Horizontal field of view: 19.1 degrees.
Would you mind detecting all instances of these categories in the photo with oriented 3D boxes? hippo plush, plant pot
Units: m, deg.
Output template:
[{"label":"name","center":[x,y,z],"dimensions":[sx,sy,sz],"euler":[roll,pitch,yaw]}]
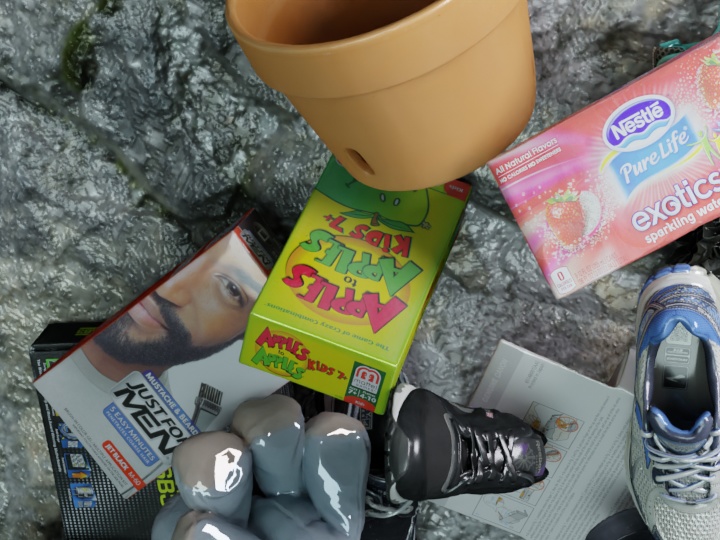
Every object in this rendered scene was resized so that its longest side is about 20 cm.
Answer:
[{"label":"hippo plush","center":[-0.061,0.181,1.518],"dimensions":[0.199,0.160,0.161],"euler":[27,161,-13]},{"label":"plant pot","center":[0.029,-0.148,1.384],"dimensions":[0.199,0.201,0.141],"euler":[-12,127,18]}]

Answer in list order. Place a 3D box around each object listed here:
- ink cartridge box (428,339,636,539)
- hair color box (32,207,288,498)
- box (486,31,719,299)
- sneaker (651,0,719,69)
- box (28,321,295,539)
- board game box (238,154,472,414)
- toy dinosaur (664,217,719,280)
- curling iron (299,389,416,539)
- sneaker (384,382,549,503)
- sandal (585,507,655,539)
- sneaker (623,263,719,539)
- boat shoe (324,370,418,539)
[{"label":"ink cartridge box","center":[0.154,0.128,1.501],"dimensions":[0.175,0.045,0.201],"euler":[25,138,1]},{"label":"hair color box","center":[-0.122,0.060,1.523],"dimensions":[0.200,0.064,0.111],"euler":[-37,96,20]},{"label":"box","center":[0.194,-0.076,1.341],"dimensions":[0.199,0.095,0.103],"euler":[-27,90,21]},{"label":"sneaker","center":[0.219,-0.109,1.415],"dimensions":[0.091,0.078,0.200],"euler":[42,108,3]},{"label":"box","center":[-0.139,0.135,1.616],"dimensions":[0.192,0.048,0.202],"euler":[0,113,16]},{"label":"board game box","center":[0.000,0.000,1.435],"dimensions":[0.101,0.201,0.048],"euler":[20,131,4]},{"label":"toy dinosaur","center":[0.284,0.021,1.453],"dimensions":[0.135,0.102,0.201],"euler":[28,99,-16]},{"label":"curling iron","center":[0.008,0.169,1.602],"dimensions":[0.049,0.026,0.201],"euler":[-34,109,-14]},{"label":"sneaker","center":[0.074,0.112,1.388],"dimensions":[0.087,0.200,0.076],"euler":[1,87,17]},{"label":"sandal","center":[0.235,0.208,1.498],"dimensions":[0.199,0.043,0.076],"euler":[11,136,-38]},{"label":"sneaker","center":[0.203,0.103,1.371],"dimensions":[0.076,0.085,0.202],"euler":[-4,107,11]},{"label":"boat shoe","center":[0.013,0.152,1.549],"dimensions":[0.071,0.068,0.202],"euler":[-4,101,-19]}]
